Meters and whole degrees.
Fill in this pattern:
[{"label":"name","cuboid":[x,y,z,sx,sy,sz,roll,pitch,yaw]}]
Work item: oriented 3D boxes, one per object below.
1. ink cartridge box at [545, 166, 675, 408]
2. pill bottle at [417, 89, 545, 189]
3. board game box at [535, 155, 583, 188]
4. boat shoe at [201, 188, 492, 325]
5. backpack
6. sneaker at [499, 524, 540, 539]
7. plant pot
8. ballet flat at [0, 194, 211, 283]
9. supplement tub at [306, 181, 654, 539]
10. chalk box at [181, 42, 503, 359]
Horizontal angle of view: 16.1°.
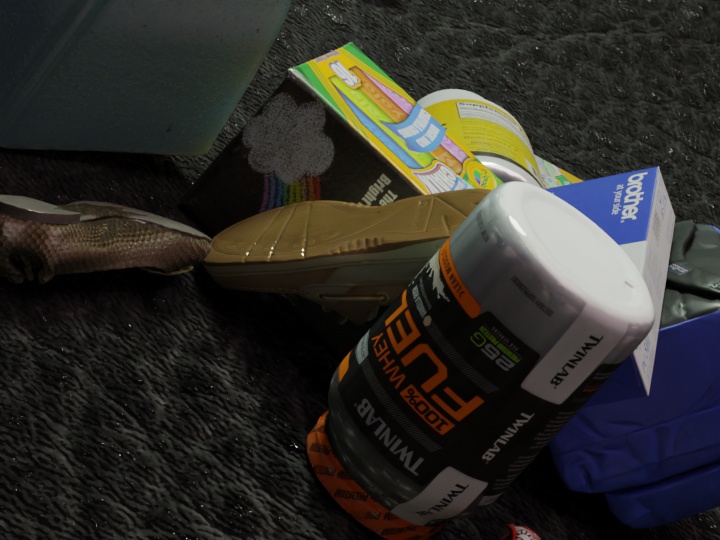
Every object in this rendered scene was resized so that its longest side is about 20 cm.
[{"label":"ink cartridge box","cuboid":[0.141,0.011,1.604,0.200,0.094,0.044,-72,146,-54]},{"label":"pill bottle","cuboid":[0.073,-0.058,1.798,0.111,0.111,0.200,34,17,-15]},{"label":"board game box","cuboid":[0.150,-0.022,1.961,0.134,0.034,0.200,26,27,-31]},{"label":"boat shoe","cuboid":[0.000,0.000,1.547,0.074,0.199,0.069,-61,141,-52]},{"label":"backpack","cuboid":[0.190,0.066,1.706,0.200,0.162,0.168,-85,160,-67]},{"label":"sneaker","cuboid":[0.128,0.190,1.496,0.108,0.067,0.201,49,26,13]},{"label":"plant pot","cuboid":[-0.150,-0.212,1.573,0.196,0.200,0.196,0,50,-49]},{"label":"ballet flat","cuboid":[-0.152,-0.013,1.466,0.067,0.047,0.200,16,6,25]},{"label":"supplement tub","cuboid":[0.065,0.057,1.465,0.122,0.200,0.123,34,22,-16]},{"label":"chalk box","cuboid":[0.010,-0.030,1.642,0.200,0.125,0.124,44,23,5]}]
